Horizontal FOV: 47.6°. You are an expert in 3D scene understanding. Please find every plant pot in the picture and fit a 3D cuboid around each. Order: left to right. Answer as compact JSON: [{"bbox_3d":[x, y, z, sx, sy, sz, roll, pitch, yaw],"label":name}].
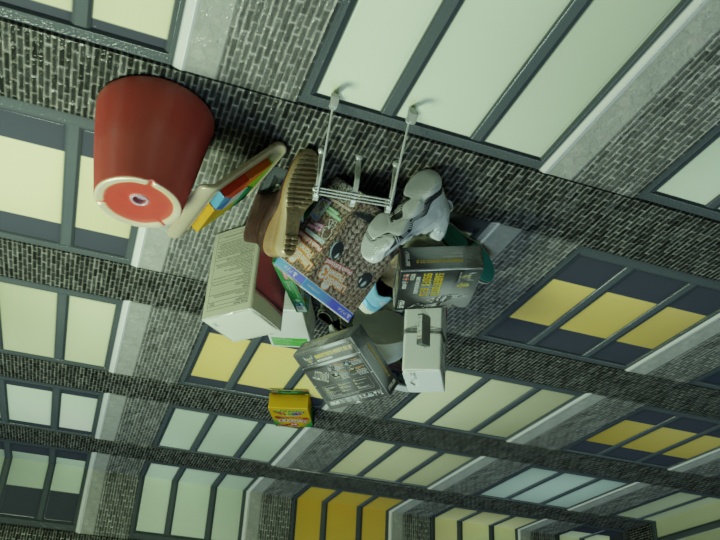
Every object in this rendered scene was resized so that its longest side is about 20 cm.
[{"bbox_3d":[-0.346,-0.183,1.327,0.195,0.181,0.202,2,150,1],"label":"plant pot"}]

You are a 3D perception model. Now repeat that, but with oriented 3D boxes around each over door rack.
[{"bbox_3d":[0.005,-0.200,1.364,0.144,0.067,0.203,8,127,-9],"label":"over door rack"}]

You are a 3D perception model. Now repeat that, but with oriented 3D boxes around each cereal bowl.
[{"bbox_3d":[0.022,0.160,1.859,0.195,0.201,0.085,4,110,-2],"label":"cereal bowl"}]

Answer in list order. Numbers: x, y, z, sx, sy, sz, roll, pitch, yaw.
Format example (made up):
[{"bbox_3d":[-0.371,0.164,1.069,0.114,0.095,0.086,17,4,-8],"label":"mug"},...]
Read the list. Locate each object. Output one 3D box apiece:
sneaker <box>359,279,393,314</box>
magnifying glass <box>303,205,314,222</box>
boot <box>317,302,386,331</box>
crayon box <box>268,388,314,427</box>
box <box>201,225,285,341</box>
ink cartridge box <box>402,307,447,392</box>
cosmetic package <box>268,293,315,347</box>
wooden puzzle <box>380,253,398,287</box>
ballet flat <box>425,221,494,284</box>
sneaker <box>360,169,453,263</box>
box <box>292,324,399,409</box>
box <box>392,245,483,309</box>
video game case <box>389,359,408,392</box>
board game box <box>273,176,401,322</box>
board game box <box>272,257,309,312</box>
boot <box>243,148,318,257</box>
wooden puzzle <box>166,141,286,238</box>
[{"bbox_3d":[0.000,0.000,1.693,0.089,0.079,0.200,-23,126,32],"label":"sneaker"},{"bbox_3d":[-0.089,-0.064,1.625,0.022,0.082,0.200,-4,160,7],"label":"magnifying glass"},{"bbox_3d":[-0.021,0.087,1.809,0.198,0.133,0.067,27,142,-36],"label":"boot"},{"bbox_3d":[-0.211,0.421,2.489,0.124,0.052,0.201,1,150,5],"label":"crayon box"},{"bbox_3d":[-0.227,0.023,1.647,0.125,0.204,0.109,-13,147,27],"label":"box"},{"bbox_3d":[0.138,0.141,1.730,0.082,0.204,0.145,0,155,10],"label":"ink cartridge box"},{"bbox_3d":[-0.167,0.099,1.892,0.105,0.087,0.201,2,151,7],"label":"cosmetic package"},{"bbox_3d":[0.115,0.015,1.766,0.182,0.047,0.199,20,151,-25],"label":"wooden puzzle"},{"bbox_3d":[0.200,-0.038,1.653,0.068,0.071,0.199,-19,140,34],"label":"ballet flat"},{"bbox_3d":[0.092,-0.076,1.479,0.075,0.201,0.115,37,175,42],"label":"sneaker"},{"bbox_3d":[-0.034,0.213,1.775,0.198,0.048,0.160,-22,107,43],"label":"box"},{"bbox_3d":[0.145,0.017,1.584,0.154,0.049,0.201,-1,157,-3],"label":"box"},{"bbox_3d":[0.023,0.192,1.939,0.196,0.185,0.023,16,132,-21],"label":"video game case"},{"bbox_3d":[-0.034,-0.038,1.515,0.096,0.202,0.159,33,177,44],"label":"board game box"},{"bbox_3d":[-0.131,-0.023,1.625,0.028,0.137,0.201,0,151,10],"label":"board game box"},{"bbox_3d":[-0.151,-0.130,1.480,0.071,0.204,0.165,12,-173,-37],"label":"boot"},{"bbox_3d":[-0.229,-0.134,1.423,0.038,0.199,0.185,52,139,1],"label":"wooden puzzle"}]
